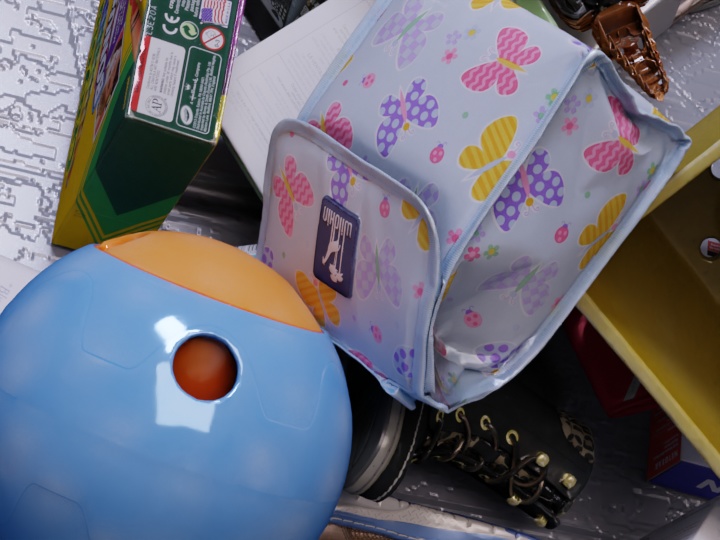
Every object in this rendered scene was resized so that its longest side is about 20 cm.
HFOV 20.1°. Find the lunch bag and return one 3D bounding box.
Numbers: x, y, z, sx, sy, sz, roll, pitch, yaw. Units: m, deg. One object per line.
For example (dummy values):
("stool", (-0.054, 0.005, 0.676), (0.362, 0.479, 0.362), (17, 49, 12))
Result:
("lunch bag", (0.042, -0.043, 1.071), (0.127, 0.169, 0.201), (33, 95, -43))

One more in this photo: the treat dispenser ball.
("treat dispenser ball", (-0.103, 0.081, 1.046), (0.199, 0.201, 0.202), (8, 65, -18))

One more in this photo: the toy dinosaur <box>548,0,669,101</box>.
("toy dinosaur", (0.140, -0.185, 1.190), (0.102, 0.136, 0.200), (-40, 57, -9))

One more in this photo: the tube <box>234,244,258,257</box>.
("tube", (0.000, 0.000, 1.178), (0.198, 0.051, 0.078), (-8, 36, 6))

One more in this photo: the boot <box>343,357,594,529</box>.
("boot", (0.063, 0.097, 1.158), (0.153, 0.074, 0.204), (35, 21, -9))

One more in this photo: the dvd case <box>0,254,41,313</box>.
("dvd case", (-0.157, 0.084, 1.150), (0.199, 0.018, 0.143), (24, 61, -11))

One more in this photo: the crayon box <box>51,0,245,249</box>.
("crayon box", (-0.117, -0.130, 1.167), (0.058, 0.173, 0.201), (16, 63, -17))

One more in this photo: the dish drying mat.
("dish drying mat", (0.148, -0.004, 1.274), (0.076, 0.018, 0.201), (-15, 65, -15))

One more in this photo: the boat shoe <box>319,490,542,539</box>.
("boat shoe", (0.037, 0.172, 1.166), (0.199, 0.072, 0.073), (17, 83, -21))

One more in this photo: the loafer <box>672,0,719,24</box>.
("loafer", (0.201, -0.197, 1.385), (0.199, 0.063, 0.072), (-29, 81, -29))

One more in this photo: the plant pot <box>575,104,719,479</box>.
("plant pot", (0.239, -0.010, 1.168), (0.195, 0.200, 0.194), (-39, 99, 11))

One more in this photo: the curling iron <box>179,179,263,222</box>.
("curling iron", (-0.030, -0.026, 1.242), (0.199, 0.026, 0.050), (19, 60, -13))

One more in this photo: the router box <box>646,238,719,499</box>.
("router box", (0.288, 0.070, 1.314), (0.199, 0.049, 0.181), (17, 63, -14))

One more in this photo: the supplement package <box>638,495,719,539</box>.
("supplement package", (0.174, 0.251, 1.150), (0.121, 0.120, 0.200), (41, 60, -2))

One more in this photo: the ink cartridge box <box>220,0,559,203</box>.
("ink cartridge box", (0.014, -0.113, 1.204), (0.199, 0.059, 0.104), (-32, 77, -1))

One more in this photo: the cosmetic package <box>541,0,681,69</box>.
("cosmetic package", (0.103, -0.150, 1.292), (0.200, 0.071, 0.101), (-39, 76, -18))

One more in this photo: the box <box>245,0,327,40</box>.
("box", (-0.035, -0.236, 1.230), (0.050, 0.200, 0.158), (-27, 80, -31))
